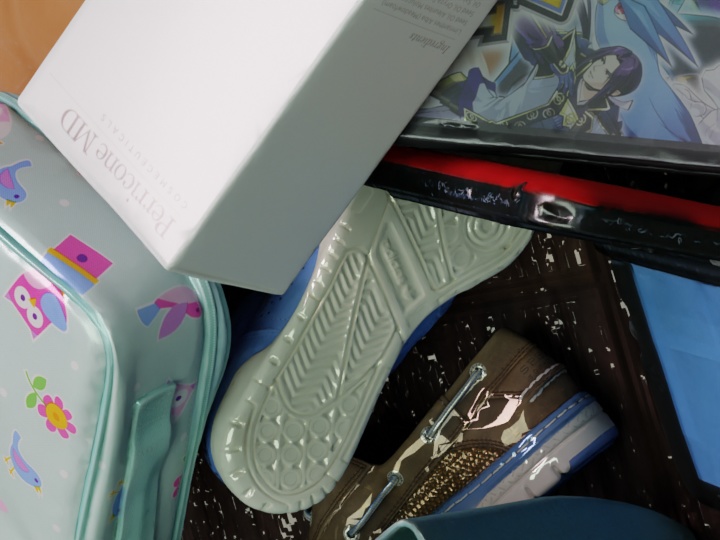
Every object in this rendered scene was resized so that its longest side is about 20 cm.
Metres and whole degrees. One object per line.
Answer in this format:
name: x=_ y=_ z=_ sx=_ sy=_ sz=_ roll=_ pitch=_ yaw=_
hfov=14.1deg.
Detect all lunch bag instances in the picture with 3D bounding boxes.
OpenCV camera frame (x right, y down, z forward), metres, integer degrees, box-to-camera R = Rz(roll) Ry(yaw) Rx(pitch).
lunch bag: x=-0.129 y=0.044 z=1.146 sx=0.160 sy=0.077 sz=0.201 roll=37 pitch=136 yaw=24

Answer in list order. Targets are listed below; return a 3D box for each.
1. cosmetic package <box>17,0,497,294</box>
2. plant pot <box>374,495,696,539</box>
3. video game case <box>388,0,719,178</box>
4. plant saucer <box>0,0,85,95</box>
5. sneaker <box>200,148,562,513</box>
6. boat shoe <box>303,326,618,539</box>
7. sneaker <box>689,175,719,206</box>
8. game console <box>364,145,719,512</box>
cosmetic package: x=-0.019 y=-0.102 z=1.013 sx=0.101 sy=0.071 sz=0.200 roll=45 pitch=108 yaw=30
plant pot: x=0.068 y=0.173 z=1.108 sx=0.141 sy=0.199 sz=0.142 roll=-43 pitch=70 yaw=33
video game case: x=0.104 y=-0.136 z=1.029 sx=0.180 sy=0.025 sz=0.201 roll=6 pitch=85 yaw=14
plant saucer: x=-0.095 y=-0.128 z=1.148 sx=0.200 sy=0.032 sz=0.202 roll=-14 pitch=72 yaw=48
sneaker: x=-0.001 y=-0.001 z=1.171 sx=0.077 sy=0.111 sz=0.201 roll=33 pitch=89 yaw=-19
boat shoe: x=0.016 y=0.097 z=1.204 sx=0.200 sy=0.072 sz=0.073 roll=-40 pitch=81 yaw=23
sneaker: x=0.189 y=-0.066 z=1.044 sx=0.099 sy=0.071 sz=0.200 roll=46 pitch=127 yaw=3
game console: x=0.096 y=0.031 z=1.040 sx=0.200 sy=0.171 sz=0.120 roll=-163 pitch=83 yaw=-70
